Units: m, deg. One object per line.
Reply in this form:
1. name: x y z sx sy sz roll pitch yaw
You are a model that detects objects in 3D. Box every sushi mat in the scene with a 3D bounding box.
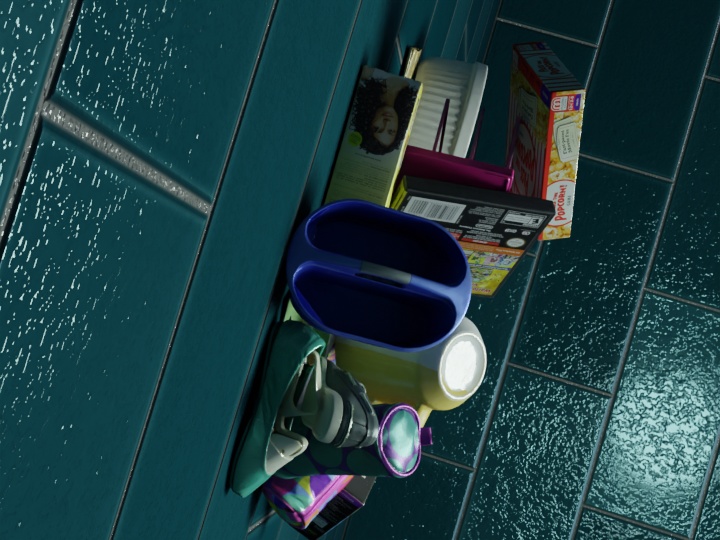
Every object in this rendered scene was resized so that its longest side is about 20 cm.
1. sushi mat: 0.055 -0.232 1.683 0.096 0.012 0.202 -51 157 -78

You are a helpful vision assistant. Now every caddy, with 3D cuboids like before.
1. caddy: 0.016 0.008 1.185 0.105 0.198 0.143 147 -44 -76

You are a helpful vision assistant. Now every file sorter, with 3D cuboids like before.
1. file sorter: 0.093 -0.137 1.433 0.140 0.198 0.126 97 8 -52

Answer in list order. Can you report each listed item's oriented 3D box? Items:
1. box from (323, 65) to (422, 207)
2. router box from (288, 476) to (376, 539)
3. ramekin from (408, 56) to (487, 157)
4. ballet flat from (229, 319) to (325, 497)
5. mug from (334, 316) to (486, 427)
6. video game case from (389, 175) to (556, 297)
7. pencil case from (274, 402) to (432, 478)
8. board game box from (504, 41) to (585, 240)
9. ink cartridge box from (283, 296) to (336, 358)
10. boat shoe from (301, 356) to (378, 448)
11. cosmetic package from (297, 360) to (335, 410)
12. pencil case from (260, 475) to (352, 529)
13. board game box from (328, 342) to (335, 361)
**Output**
1. box: 0.011 -0.127 1.303 0.050 0.074 0.202 -21 126 -85
2. router box: -0.014 0.269 1.600 0.149 0.051 0.201 -46 -169 46
3. ramekin: 0.120 -0.234 1.757 0.200 0.104 0.202 16 90 -90
4. ballet flat: -0.082 0.155 1.203 0.067 0.070 0.202 6 101 -70
5. mug: 0.072 0.121 1.390 0.148 0.152 0.189 -9 103 -40
6. video game case: 0.112 -0.037 1.394 0.181 0.198 0.026 120 -30 -47
7. pencil case: -0.021 0.200 1.323 0.092 0.199 0.086 11 75 -47
8. board game box: 0.228 -0.163 1.421 0.152 0.046 0.202 -109 -165 -56
9. ink cartridge box: -0.050 0.049 1.340 0.201 0.047 0.147 -68 172 -59
10. boat shoe: -0.024 0.149 1.260 0.200 0.061 0.074 -132 -120 -76
11. cosmetic package: -0.059 0.192 1.603 0.200 0.051 0.152 -63 170 -58
12. pencil case: -0.037 0.239 1.464 0.200 0.088 0.089 -44 163 -19
13. board game box: 0.019 0.101 1.515 0.199 0.039 0.158 -20 164 -39
